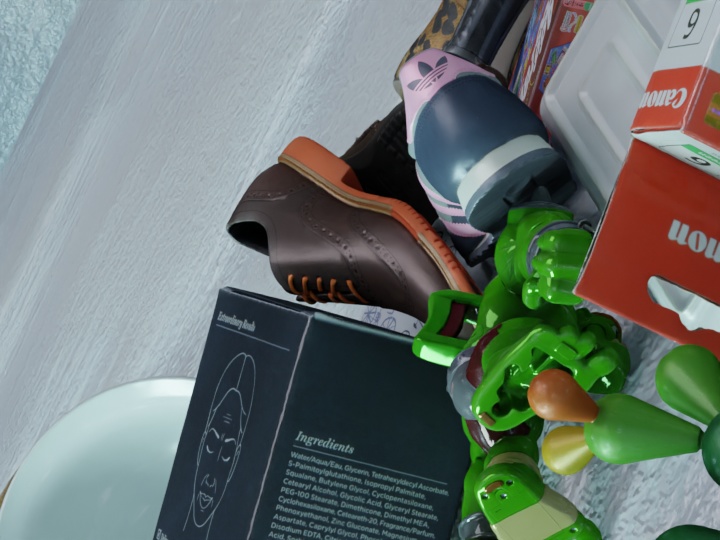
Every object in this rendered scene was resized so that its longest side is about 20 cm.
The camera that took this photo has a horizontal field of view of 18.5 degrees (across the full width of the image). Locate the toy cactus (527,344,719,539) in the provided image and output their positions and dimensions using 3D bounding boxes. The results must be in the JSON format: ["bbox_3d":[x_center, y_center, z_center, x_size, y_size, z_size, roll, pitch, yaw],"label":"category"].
[{"bbox_3d":[0.147,0.070,0.784,0.200,0.102,0.165,-40,40,8],"label":"toy cactus"}]

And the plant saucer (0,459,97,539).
[{"bbox_3d":[-0.155,0.193,1.376,0.035,0.200,0.201,5,68,38],"label":"plant saucer"}]

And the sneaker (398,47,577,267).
[{"bbox_3d":[0.058,-0.058,1.079,0.070,0.082,0.200,-35,-10,-4],"label":"sneaker"}]

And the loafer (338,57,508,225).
[{"bbox_3d":[0.032,-0.056,1.236,0.071,0.073,0.200,-41,4,-31],"label":"loafer"}]

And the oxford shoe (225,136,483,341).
[{"bbox_3d":[0.000,0.000,1.150,0.073,0.071,0.200,-41,38,-10],"label":"oxford shoe"}]

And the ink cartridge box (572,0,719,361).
[{"bbox_3d":[0.170,-0.063,0.859,0.201,0.109,0.050,-68,18,-7],"label":"ink cartridge box"}]

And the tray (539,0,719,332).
[{"bbox_3d":[0.134,-0.055,0.983,0.108,0.022,0.200,-60,37,30],"label":"tray"}]

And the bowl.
[{"bbox_3d":[-0.105,0.169,1.286,0.090,0.200,0.202,55,-125,-71],"label":"bowl"}]

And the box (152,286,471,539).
[{"bbox_3d":[-0.029,0.121,1.132,0.148,0.107,0.201,15,89,69],"label":"box"}]

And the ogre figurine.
[{"bbox_3d":[0.073,0.048,0.998,0.120,0.098,0.201,-88,-13,-57],"label":"ogre figurine"}]

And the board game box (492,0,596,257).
[{"bbox_3d":[0.096,-0.107,1.166,0.200,0.019,0.103,104,176,-50],"label":"board game box"}]

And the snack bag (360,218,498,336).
[{"bbox_3d":[0.020,0.072,1.235,0.189,0.021,0.201,-132,63,-71],"label":"snack bag"}]

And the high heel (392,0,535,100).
[{"bbox_3d":[0.082,-0.157,1.300,0.143,0.071,0.200,-62,1,-11],"label":"high heel"}]
